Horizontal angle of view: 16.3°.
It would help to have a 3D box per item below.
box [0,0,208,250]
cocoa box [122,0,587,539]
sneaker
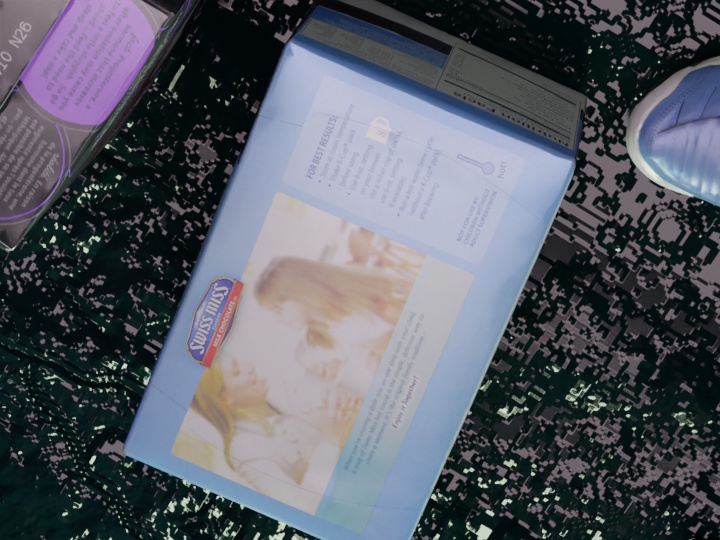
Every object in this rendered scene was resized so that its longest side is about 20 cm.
[{"bbox_3d":[-0.132,-0.107,1.037,0.106,0.200,0.122,36,107,-4],"label":"box"},{"bbox_3d":[0.000,0.000,1.089,0.133,0.131,0.200,23,107,0],"label":"cocoa box"},{"bbox_3d":[0.213,-0.045,1.080,0.200,0.077,0.076,11,108,5],"label":"sneaker"}]
